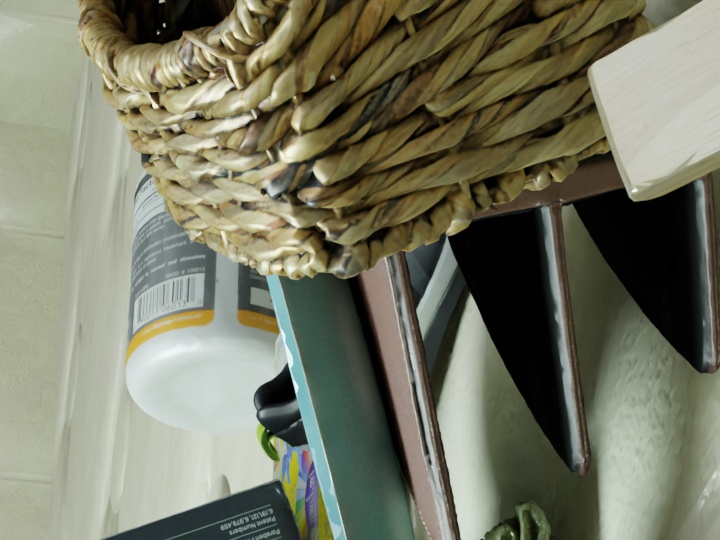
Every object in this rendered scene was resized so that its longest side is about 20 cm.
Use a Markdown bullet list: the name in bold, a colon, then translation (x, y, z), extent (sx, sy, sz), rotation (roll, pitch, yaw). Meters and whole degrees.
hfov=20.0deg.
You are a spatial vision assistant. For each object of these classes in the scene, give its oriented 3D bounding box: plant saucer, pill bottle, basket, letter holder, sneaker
- **plant saucer**: translation (-0.009, 0.053, 0.783), extent (0.200, 0.027, 0.202), rotation (165, 90, -87)
- **pill bottle**: translation (-0.085, -0.011, 1.266), extent (0.117, 0.115, 0.201), rotation (116, 158, -55)
- **basket**: translation (-0.020, -0.104, 0.592), extent (0.200, 0.142, 0.150), rotation (-128, 15, -64)
- **letter holder**: translation (0.048, -0.001, 0.698), extent (0.200, 0.100, 0.143), rotation (-113, 12, -66)
- **sneaker**: translation (0.000, 0.000, 0.931), extent (0.072, 0.082, 0.202), rotation (-123, 47, -70)

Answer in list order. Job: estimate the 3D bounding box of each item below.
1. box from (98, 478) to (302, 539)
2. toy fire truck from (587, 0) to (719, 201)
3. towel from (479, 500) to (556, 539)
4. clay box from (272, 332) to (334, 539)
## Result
- **box**: translation (-0.076, 0.217, 0.970), extent (0.183, 0.103, 0.200), rotation (69, 158, 11)
- **toy fire truck**: translation (0.119, -0.030, 0.384), extent (0.200, 0.127, 0.178), rotation (98, 175, -73)
- **towel**: translation (0.041, 0.182, 0.777), extent (0.200, 0.036, 0.150), rotation (124, 150, -63)
- **clay box**: translation (-0.014, 0.108, 1.034), extent (0.115, 0.047, 0.202), rotation (119, 153, -62)
